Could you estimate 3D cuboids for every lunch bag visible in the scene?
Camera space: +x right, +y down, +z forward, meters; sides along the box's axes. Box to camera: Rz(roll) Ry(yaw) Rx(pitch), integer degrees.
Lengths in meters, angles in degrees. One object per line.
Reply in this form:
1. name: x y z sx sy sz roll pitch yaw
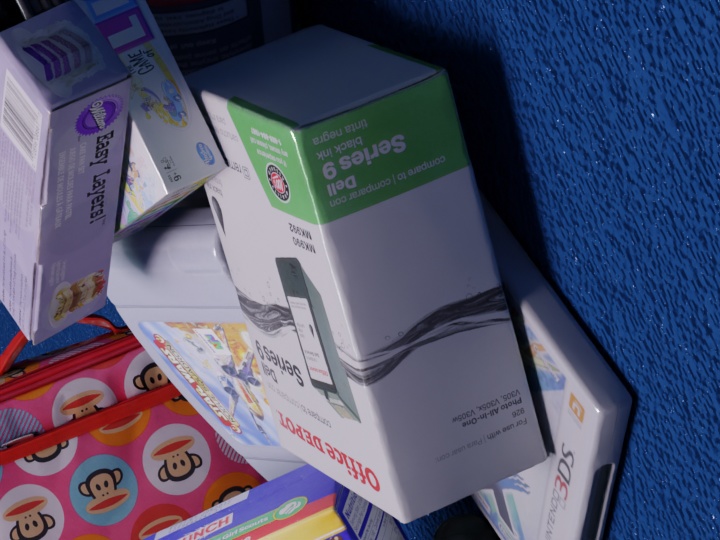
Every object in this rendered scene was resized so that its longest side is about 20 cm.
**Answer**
1. lunch bag: -0.160 0.108 1.768 0.176 0.200 0.082 71 165 -11

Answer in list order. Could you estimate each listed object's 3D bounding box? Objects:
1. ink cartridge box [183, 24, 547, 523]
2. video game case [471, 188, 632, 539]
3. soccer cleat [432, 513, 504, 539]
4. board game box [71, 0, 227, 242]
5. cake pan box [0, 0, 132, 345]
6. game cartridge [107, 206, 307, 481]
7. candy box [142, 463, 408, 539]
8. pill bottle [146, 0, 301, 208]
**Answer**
1. ink cartridge box: 0.000 0.000 1.333 0.146 0.084 0.200 26 135 62
2. video game case: 0.060 0.046 1.383 0.200 0.022 0.182 56 157 31
3. soccer cleat: 0.098 0.207 1.412 0.081 0.067 0.200 -37 73 48
4. board game box: -0.142 -0.117 1.369 0.200 0.034 0.134 64 155 2
5. cake pan box: -0.181 -0.092 1.371 0.184 0.052 0.200 50 152 25
6. game cartridge: -0.052 0.048 1.478 0.133 0.042 0.200 -5 131 49
7. candy box: -0.033 0.216 1.461 0.200 0.169 0.077 60 -164 -15
8. pill bottle: -0.088 -0.106 1.462 0.120 0.119 0.200 47 151 45
